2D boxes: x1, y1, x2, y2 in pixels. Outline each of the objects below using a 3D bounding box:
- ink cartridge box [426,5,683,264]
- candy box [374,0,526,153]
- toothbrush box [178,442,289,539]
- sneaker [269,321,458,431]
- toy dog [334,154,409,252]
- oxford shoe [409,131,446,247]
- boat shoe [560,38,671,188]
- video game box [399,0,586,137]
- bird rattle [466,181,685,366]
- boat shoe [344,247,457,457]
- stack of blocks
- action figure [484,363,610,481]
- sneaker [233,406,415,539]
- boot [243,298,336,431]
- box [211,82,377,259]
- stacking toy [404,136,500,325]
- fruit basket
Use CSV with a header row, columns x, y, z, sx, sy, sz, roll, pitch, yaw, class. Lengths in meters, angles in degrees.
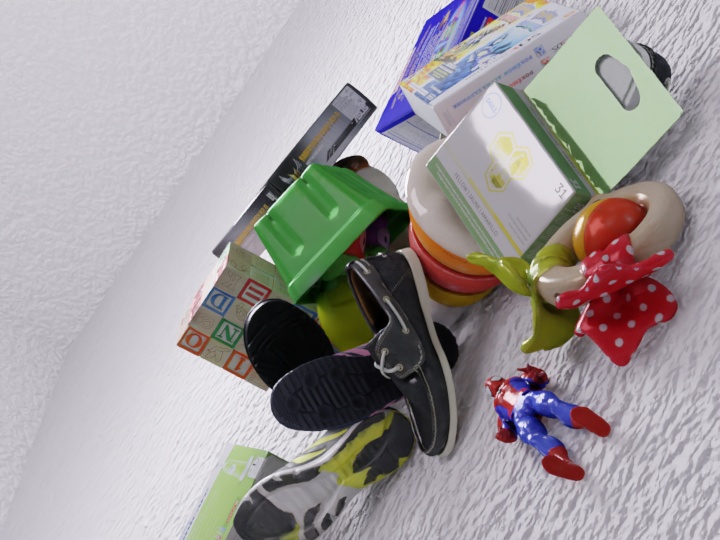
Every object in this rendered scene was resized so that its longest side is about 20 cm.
x,y,z,sx,sy,sz,roll,pitch,yaw,class
0.158,-0.109,1.365,0.200,0.048,0.146,-51,50,27,ink cartridge box
0.112,-0.241,1.945,0.170,0.077,0.200,-66,16,-15,candy box
-0.120,0.270,1.741,0.146,0.086,0.200,-64,15,-11,toothbrush box
-0.004,0.108,1.527,0.082,0.199,0.070,-33,75,60,sneaker
-0.003,-0.059,1.880,0.194,0.139,0.200,-43,18,14,toy dog
0.102,-0.073,1.710,0.058,0.075,0.201,59,-140,-58,oxford shoe
0.203,-0.099,1.393,0.076,0.060,0.201,46,114,40,boat shoe
0.141,-0.217,1.715,0.182,0.047,0.200,-31,16,-1,video game box
0.179,-0.014,1.242,0.163,0.113,0.200,-48,12,-23,bird rattle
0.037,0.077,1.470,0.072,0.067,0.201,126,132,-58,boat shoe
-0.086,0.070,1.776,0.115,0.199,0.059,-56,15,24,stack of blocks
0.133,0.109,1.262,0.066,0.051,0.200,-64,12,1,action figure
-0.031,0.199,1.563,0.199,0.075,0.085,-32,5,5,sneaker
-0.070,0.093,1.654,0.076,0.200,0.168,-47,26,-8,boot
-0.074,-0.104,1.855,0.158,0.048,0.200,-46,6,49,box
0.090,-0.016,1.536,0.200,0.145,0.147,113,176,-50,stacking toy
0.000,0.000,1.679,0.156,0.215,0.216,-46,17,10,fruit basket
